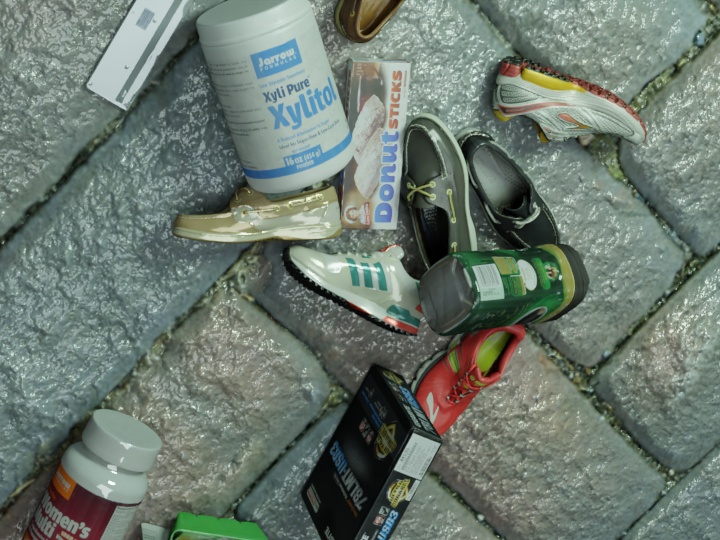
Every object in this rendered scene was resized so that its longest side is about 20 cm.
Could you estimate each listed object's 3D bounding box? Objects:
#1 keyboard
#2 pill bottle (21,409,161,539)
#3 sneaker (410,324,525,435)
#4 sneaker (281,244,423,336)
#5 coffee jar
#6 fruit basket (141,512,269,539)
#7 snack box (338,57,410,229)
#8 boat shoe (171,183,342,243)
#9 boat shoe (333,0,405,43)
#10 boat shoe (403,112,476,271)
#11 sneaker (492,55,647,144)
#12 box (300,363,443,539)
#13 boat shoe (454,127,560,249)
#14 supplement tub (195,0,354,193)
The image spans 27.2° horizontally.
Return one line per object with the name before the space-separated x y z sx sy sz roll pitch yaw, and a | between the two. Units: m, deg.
keyboard | -0.232 -0.275 1.655 0.056 0.011 0.201 30 99 -16
pill bottle | -0.318 0.273 1.765 0.109 0.110 0.201 23 101 -20
sneaker | 0.131 0.128 1.845 0.077 0.085 0.201 32 98 -21
sneaker | 0.001 0.000 1.787 0.199 0.070 0.094 29 82 -19
coffee jar | 0.173 0.020 1.762 0.199 0.104 0.086 -5 67 -38
fruit basket | -0.172 0.383 1.794 0.184 0.201 0.094 11 120 -18
snack box | 0.015 -0.148 1.753 0.071 0.024 0.202 0 108 -15
boat shoe | -0.120 -0.069 1.726 0.198 0.074 0.070 -3 97 -15
boat shoe | 0.044 -0.341 1.671 0.072 0.068 0.201 29 99 -21
boat shoe | 0.089 -0.084 1.761 0.061 0.071 0.203 -41 123 -45
sneaker | 0.248 -0.188 1.780 0.198 0.078 0.083 18 107 -10
box | 0.010 0.239 1.790 0.049 0.200 0.199 26 101 -21
boat shoe | 0.183 -0.087 1.798 0.074 0.060 0.201 -37 114 -2
supplement tub | -0.093 -0.200 1.650 0.131 0.132 0.201 -21 113 -7
